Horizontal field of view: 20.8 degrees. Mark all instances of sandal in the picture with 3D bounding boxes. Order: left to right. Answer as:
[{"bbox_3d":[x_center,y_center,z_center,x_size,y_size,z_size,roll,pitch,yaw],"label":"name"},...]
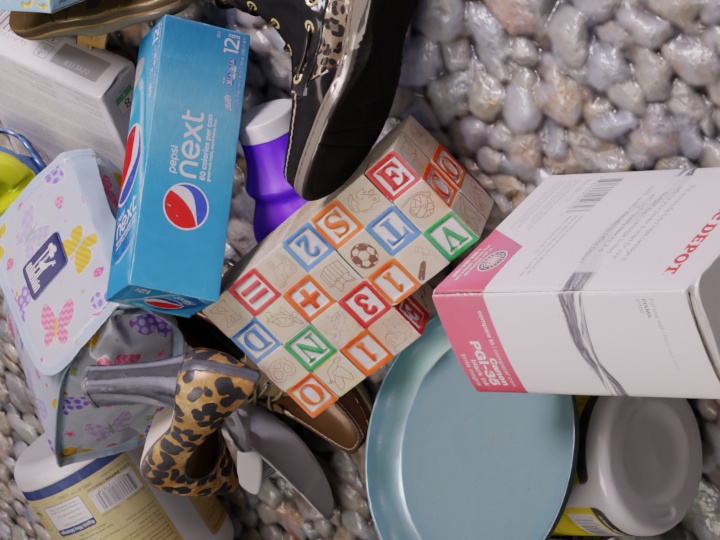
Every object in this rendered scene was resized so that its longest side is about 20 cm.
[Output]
[{"bbox_3d":[-0.266,-0.052,1.633,0.200,0.079,0.087,55,-172,-44],"label":"sandal"},{"bbox_3d":[-0.188,-0.197,1.458,0.199,0.081,0.054,1,147,38],"label":"sandal"}]

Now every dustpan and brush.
[{"bbox_3d":[-0.088,0.144,1.610,0.139,0.057,0.200,33,154,17],"label":"dustpan and brush"}]

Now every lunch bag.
[{"bbox_3d":[-0.215,0.026,1.536,0.200,0.127,0.170,107,146,-50],"label":"lunch bag"}]

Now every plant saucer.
[{"bbox_3d":[0.079,0.122,1.335,0.200,0.027,0.201,-16,67,45],"label":"plant saucer"}]

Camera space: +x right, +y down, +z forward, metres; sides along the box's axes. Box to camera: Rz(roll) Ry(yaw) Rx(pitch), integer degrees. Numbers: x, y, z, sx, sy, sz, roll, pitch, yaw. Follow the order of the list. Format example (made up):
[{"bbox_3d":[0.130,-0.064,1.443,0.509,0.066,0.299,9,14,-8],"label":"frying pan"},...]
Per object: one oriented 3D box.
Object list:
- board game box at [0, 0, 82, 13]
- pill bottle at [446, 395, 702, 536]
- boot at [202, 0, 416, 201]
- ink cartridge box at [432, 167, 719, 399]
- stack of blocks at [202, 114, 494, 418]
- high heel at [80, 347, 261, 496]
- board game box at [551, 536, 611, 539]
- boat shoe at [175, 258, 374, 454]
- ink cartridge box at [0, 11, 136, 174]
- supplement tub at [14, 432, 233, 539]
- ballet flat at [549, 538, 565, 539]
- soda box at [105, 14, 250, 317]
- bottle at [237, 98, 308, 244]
[{"bbox_3d":[-0.233,-0.291,1.362,0.105,0.103,0.201,8,118,41],"label":"board game box"},{"bbox_3d":[0.131,0.131,1.379,0.200,0.111,0.112,-7,116,47],"label":"pill bottle"},{"bbox_3d":[-0.047,-0.163,1.308,0.150,0.073,0.201,29,118,27],"label":"boot"},{"bbox_3d":[0.168,0.006,1.206,0.199,0.146,0.083,-1,122,45],"label":"ink cartridge box"},{"bbox_3d":[0.000,0.000,1.374,0.115,0.059,0.200,44,120,-11],"label":"stack of blocks"},{"bbox_3d":[-0.102,0.123,1.477,0.142,0.072,0.200,-5,148,28],"label":"high heel"},{"bbox_3d":[0.092,0.230,1.498,0.200,0.120,0.032,-35,76,52],"label":"board game box"},{"bbox_3d":[-0.077,0.078,1.569,0.200,0.074,0.076,40,140,12],"label":"boat shoe"},{"bbox_3d":[-0.229,-0.117,1.594,0.161,0.050,0.200,25,155,28],"label":"ink cartridge box"},{"bbox_3d":[-0.203,0.221,1.759,0.144,0.144,0.200,-16,109,50],"label":"supplement tub"},{"bbox_3d":[0.164,0.218,1.376,0.199,0.070,0.069,11,149,-22],"label":"ballet flat"},{"bbox_3d":[-0.130,-0.074,1.392,0.068,0.201,0.064,12,164,-21],"label":"soda box"},{"bbox_3d":[-0.036,-0.028,1.445,0.083,0.065,0.201,-5,118,36],"label":"bottle"}]
